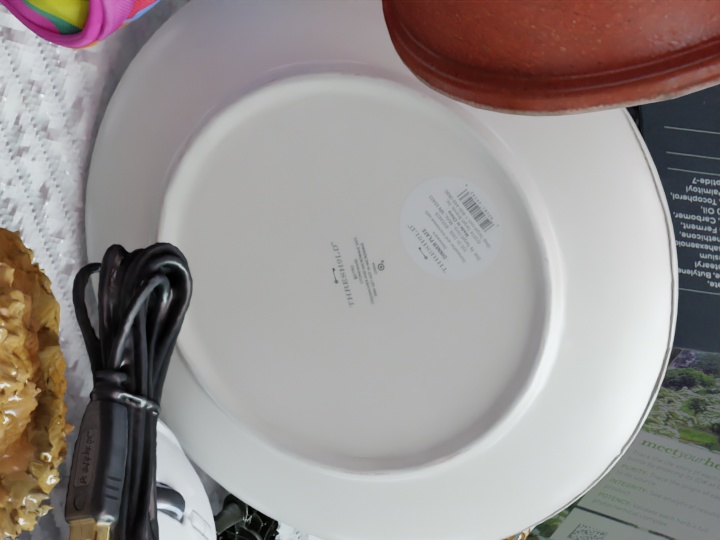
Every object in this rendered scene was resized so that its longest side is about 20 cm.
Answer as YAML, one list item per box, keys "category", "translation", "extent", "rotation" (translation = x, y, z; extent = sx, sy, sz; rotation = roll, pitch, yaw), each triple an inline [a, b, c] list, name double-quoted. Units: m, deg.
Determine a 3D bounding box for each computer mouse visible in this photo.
- category: "computer mouse"
  translation: [-0.067, 0.075, 0.762]
  extent: [0.200, 0.044, 0.110]
  rotation: [100, -11, -69]

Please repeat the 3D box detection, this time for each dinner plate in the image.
- category: "dinner plate"
  translation: [0.000, 0.000, 0.753]
  extent: [0.024, 0.200, 0.200]
  rotation: [-43, 145, -64]

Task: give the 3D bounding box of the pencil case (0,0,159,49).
- category: "pencil case"
  translation: [-0.034, -0.149, 0.719]
  extent: [0.200, 0.088, 0.088]
  rotation: [-40, 134, -24]

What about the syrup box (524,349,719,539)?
- category: "syrup box"
  translation: [0.137, 0.082, 0.861]
  extent: [0.200, 0.079, 0.082]
  rotation: [-43, 141, -45]

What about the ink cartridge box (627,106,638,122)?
- category: "ink cartridge box"
  translation: [0.130, -0.141, 0.909]
  extent: [0.198, 0.043, 0.200]
  rotation: [-6, 115, -41]

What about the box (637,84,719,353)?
- category: "box"
  translation: [0.171, -0.094, 0.812]
  extent: [0.200, 0.104, 0.182]
  rotation: [-51, 139, -49]

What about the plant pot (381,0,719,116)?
- category: "plant pot"
  translation: [0.051, -0.178, 0.595]
  extent: [0.201, 0.201, 0.195]
  rotation: [-45, 125, -16]

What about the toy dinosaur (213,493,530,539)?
- category: "toy dinosaur"
  translation: [0.006, 0.067, 0.889]
  extent: [0.200, 0.102, 0.136]
  rotation: [45, 62, -29]

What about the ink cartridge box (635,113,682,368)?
- category: "ink cartridge box"
  translation: [0.092, 0.022, 0.875]
  extent: [0.200, 0.048, 0.146]
  rotation: [31, 78, -61]

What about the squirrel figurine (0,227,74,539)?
- category: "squirrel figurine"
  translation: [-0.144, 0.080, 0.699]
  extent: [0.200, 0.141, 0.187]
  rotation: [-52, 144, -5]
